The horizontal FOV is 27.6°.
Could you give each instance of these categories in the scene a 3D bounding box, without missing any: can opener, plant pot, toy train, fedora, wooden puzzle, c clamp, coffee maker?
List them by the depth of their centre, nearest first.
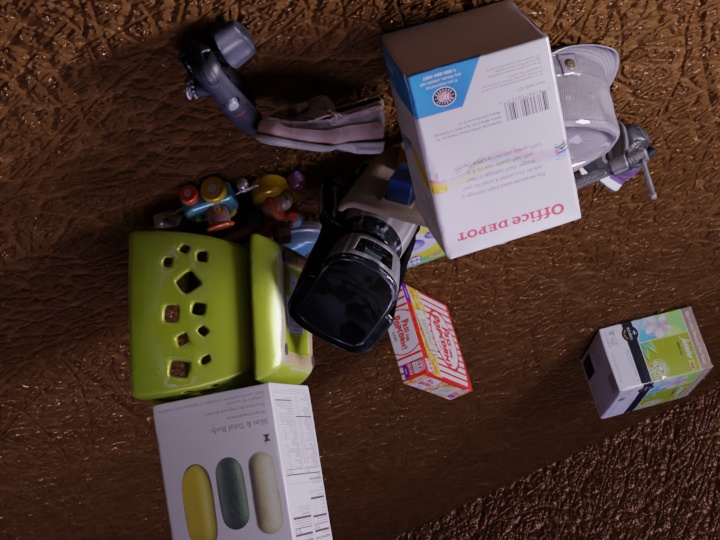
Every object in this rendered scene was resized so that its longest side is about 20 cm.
[{"bbox_3d":[-0.127,-0.177,1.449,0.078,0.064,0.200,-18,160,3],"label":"can opener"},{"bbox_3d":[0.092,-0.098,1.656,0.198,0.047,0.185,11,-154,11],"label":"wooden puzzle"},{"bbox_3d":[0.229,-0.170,1.676,0.199,0.091,0.177,-2,143,-38],"label":"fedora"},{"bbox_3d":[0.246,-0.116,1.727,0.199,0.172,0.027,-19,129,22],"label":"c clamp"},{"bbox_3d":[0.000,0.000,1.753,0.134,0.201,0.193,12,131,9],"label":"coffee maker"},{"bbox_3d":[-0.140,-0.061,1.763,0.199,0.056,0.150,-4,156,-33],"label":"toy train"},{"bbox_3d":[-0.160,0.056,1.765,0.180,0.201,0.200,-4,172,12],"label":"plant pot"}]

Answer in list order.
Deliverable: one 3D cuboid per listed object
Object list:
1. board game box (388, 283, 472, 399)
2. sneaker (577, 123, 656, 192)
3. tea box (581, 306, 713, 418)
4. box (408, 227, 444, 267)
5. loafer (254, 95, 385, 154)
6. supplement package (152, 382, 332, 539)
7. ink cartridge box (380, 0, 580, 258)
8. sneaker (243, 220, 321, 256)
[{"bbox_3d":[0.101,0.113,2.290,0.046,0.153,0.200,-23,161,18],"label":"board game box"},{"bbox_3d":[0.317,-0.162,1.869,0.087,0.076,0.200,-35,162,21],"label":"sneaker"},{"bbox_3d":[0.559,0.182,2.881,0.195,0.135,0.200,-15,160,-7],"label":"tea box"},{"bbox_3d":[0.065,-0.050,1.979,0.116,0.049,0.200,-19,162,7],"label":"box"},{"bbox_3d":[-0.040,-0.160,1.551,0.072,0.063,0.199,16,-169,33],"label":"loafer"},{"bbox_3d":[-0.136,0.246,1.731,0.151,0.202,0.151,-12,172,14],"label":"supplement package"},{"bbox_3d":[0.119,-0.144,1.481,0.146,0.145,0.201,-16,117,-4],"label":"ink cartridge box"},{"bbox_3d":[-0.118,0.025,1.901,0.199,0.131,0.079,-28,157,27],"label":"sneaker"}]
